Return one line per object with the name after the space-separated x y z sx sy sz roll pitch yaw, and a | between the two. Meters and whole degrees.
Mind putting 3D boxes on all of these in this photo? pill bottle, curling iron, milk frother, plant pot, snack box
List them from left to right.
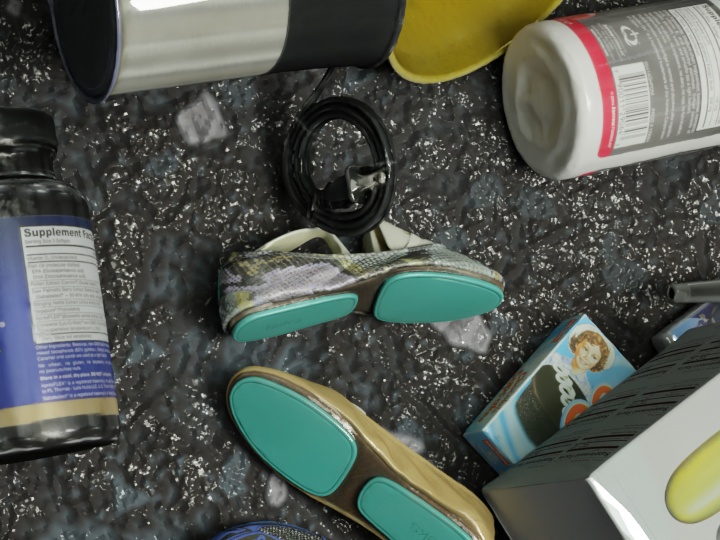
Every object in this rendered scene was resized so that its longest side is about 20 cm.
-0.209 0.011 0.971 0.112 0.112 0.200 -7 82 -22 | pill bottle
-0.077 -0.119 1.004 0.188 0.181 0.200 -11 71 -26 | milk frother
0.053 -0.246 1.097 0.200 0.200 0.142 -31 66 -23 | plant pot
0.178 0.142 1.137 0.200 0.037 0.116 47 67 -7 | snack box
0.209 -0.134 1.163 0.200 0.111 0.111 -13 85 -23 | pill bottle
0.303 0.003 1.193 0.200 0.026 0.050 -10 91 -24 | curling iron

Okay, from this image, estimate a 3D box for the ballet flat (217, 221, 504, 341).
0.000 0.000 1.082 0.200 0.072 0.072 -5 82 -23 | ballet flat

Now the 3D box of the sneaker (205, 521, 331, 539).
-0.008 0.200 1.031 0.200 0.078 0.075 14 74 -19 | sneaker

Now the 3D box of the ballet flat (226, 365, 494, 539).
0.001 0.125 1.061 0.200 0.069 0.063 39 27 1 | ballet flat

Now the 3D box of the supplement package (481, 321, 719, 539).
0.227 0.159 1.053 0.200 0.147 0.191 -34 93 -23 | supplement package

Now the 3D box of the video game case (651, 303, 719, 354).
0.330 0.087 1.217 0.182 0.023 0.200 -33 94 -24 | video game case
